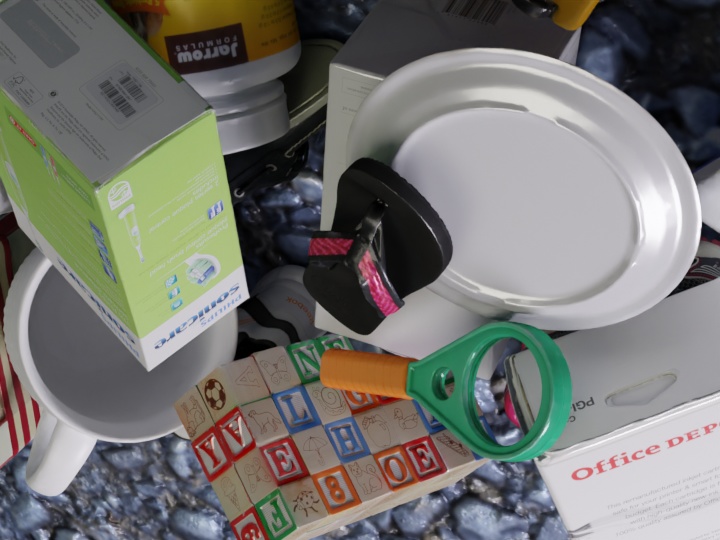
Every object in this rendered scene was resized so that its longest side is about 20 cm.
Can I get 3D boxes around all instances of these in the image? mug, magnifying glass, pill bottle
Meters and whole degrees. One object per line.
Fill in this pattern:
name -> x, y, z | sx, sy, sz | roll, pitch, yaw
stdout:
mug -> -0.183, 0.059, 1.352 | 0.147, 0.201, 0.175 | 23, 176, -16
magnifying glass -> 0.046, 0.066, 1.162 | 0.200, 0.022, 0.080 | 4, 90, 50
pill bottle -> -0.097, -0.174, 1.174 | 0.109, 0.109, 0.201 | -1, 109, 29

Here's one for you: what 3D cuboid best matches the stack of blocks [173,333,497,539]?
stack of blocks -> -0.012, 0.104, 1.297 | 0.059, 0.200, 0.115 | -39, 72, 42

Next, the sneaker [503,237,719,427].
sneaker -> 0.175, 0.049, 1.240 | 0.081, 0.075, 0.200 | 47, 131, -10

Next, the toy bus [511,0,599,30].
toy bus -> 0.062, -0.222, 1.098 | 0.200, 0.078, 0.065 | 35, 132, 2

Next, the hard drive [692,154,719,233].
hard drive -> 0.250, -0.021, 1.090 | 0.132, 0.025, 0.200 | 34, 177, 2

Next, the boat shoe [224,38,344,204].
boat shoe -> -0.068, -0.082, 1.285 | 0.199, 0.075, 0.066 | -32, 132, 26

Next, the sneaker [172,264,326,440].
sneaker -> -0.096, 0.071, 1.404 | 0.074, 0.080, 0.200 | 39, 134, -5

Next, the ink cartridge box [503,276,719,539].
ink cartridge box -> 0.186, 0.113, 1.200 | 0.145, 0.085, 0.200 | -21, 140, 6

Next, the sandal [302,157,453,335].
sandal -> 0.000, 0.000, 1.107 | 0.075, 0.045, 0.200 | 42, 155, 6

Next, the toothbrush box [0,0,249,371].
toothbrush box -> -0.149, -0.057, 1.158 | 0.146, 0.086, 0.200 | 44, 159, 26

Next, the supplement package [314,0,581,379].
supplement package -> 0.051, -0.057, 1.198 | 0.121, 0.120, 0.200 | 17, 130, 14

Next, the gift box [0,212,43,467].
gift box -> -0.331, 0.054, 1.460 | 0.199, 0.185, 0.187 | 8, 118, 29

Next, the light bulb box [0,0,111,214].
light bulb box -> -0.277, -0.164, 1.238 | 0.200, 0.125, 0.199 | 34, 109, 13

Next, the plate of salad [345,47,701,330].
plate of salad -> 0.089, -0.046, 1.073 | 0.199, 0.048, 0.200 | 13, 135, 13
